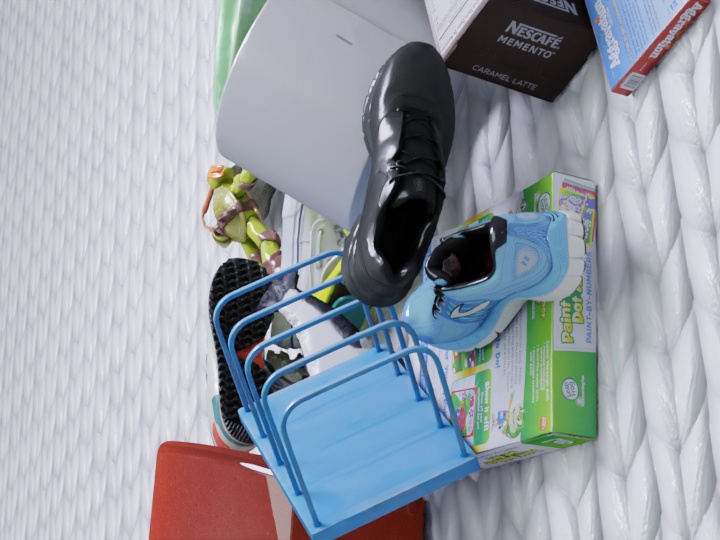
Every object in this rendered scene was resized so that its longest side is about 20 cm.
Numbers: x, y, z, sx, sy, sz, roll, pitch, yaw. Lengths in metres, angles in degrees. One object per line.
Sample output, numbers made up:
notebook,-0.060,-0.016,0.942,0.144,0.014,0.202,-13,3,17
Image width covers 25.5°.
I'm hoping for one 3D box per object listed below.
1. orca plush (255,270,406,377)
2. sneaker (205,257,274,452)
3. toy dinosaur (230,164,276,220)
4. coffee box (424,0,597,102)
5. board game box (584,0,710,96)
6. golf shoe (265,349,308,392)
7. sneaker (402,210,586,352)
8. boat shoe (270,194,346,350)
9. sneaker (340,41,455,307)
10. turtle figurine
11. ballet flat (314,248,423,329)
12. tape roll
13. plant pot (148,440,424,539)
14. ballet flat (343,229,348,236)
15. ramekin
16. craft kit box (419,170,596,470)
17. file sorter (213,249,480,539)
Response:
orca plush,-0.020,0.098,1.424,0.200,0.071,0.105,41,87,18
sneaker,-0.125,0.088,1.531,0.093,0.070,0.201,129,142,-53
toy dinosaur,-0.116,-0.098,1.730,0.200,0.076,0.103,-54,28,36
coffee box,0.111,-0.245,1.280,0.080,0.114,0.201,-51,38,40
board game box,0.202,-0.239,1.197,0.103,0.019,0.201,-50,38,43
golf shoe,-0.047,0.149,1.503,0.200,0.078,0.098,-129,48,-70
sneaker,0.080,-0.001,1.176,0.200,0.089,0.079,-39,46,54
boat shoe,-0.042,-0.021,1.564,0.074,0.066,0.202,-34,-49,-80
sneaker,0.038,-0.074,1.180,0.091,0.075,0.202,155,123,-76
turtle figurine,-0.117,-0.057,1.646,0.162,0.064,0.200,57,141,17
ballet flat,0.000,0.000,1.446,0.200,0.066,0.067,-50,39,48
tape roll,-0.010,-0.149,1.337,0.203,0.139,0.203,-55,-12,-18
plant pot,-0.053,0.251,1.343,0.176,0.199,0.202,-14,67,52
ballet flat,-0.003,-0.118,1.530,0.067,0.066,0.202,88,179,-66
ramekin,-0.083,-0.244,1.552,0.200,0.097,0.202,-174,90,-79
craft kit box,0.111,0.048,1.242,0.197,0.048,0.202,150,127,-61
file sorter,-0.020,0.089,1.238,0.200,0.138,0.123,48,159,59
